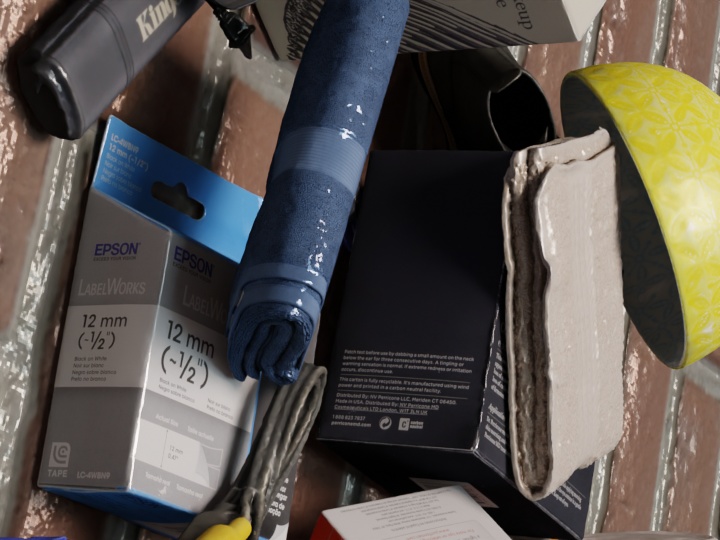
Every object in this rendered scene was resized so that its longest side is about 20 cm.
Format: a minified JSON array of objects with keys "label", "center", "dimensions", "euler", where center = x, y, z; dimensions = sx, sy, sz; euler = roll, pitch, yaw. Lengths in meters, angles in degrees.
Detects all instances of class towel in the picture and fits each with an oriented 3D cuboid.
[{"label":"towel","center":[0.122,0.022,1.371],"dimensions":[0.132,0.034,0.202],"euler":[-20,109,-62]},{"label":"towel","center":[-0.025,-0.048,1.202],"dimensions":[0.112,0.048,0.201],"euler":[113,-6,-65]}]

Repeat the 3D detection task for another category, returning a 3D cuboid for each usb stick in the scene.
[{"label":"usb stick","center":[-0.115,-0.140,1.232],"dimensions":[0.200,0.032,0.056],"euler":[-54,130,-44]}]

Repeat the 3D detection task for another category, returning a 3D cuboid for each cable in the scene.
[{"label":"cable","center":[-0.052,0.132,1.183],"dimensions":[0.200,0.050,0.098],"euler":[-52,150,-47]}]

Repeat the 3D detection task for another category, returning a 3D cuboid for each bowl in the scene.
[{"label":"bowl","center":[0.211,-0.050,1.483],"dimensions":[0.200,0.107,0.201],"euler":[159,-90,-84]}]

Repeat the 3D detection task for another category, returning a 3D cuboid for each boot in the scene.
[{"label":"boot","center":[0.103,-0.061,1.462],"dimensions":[0.077,0.138,0.200],"euler":[-36,118,0]}]

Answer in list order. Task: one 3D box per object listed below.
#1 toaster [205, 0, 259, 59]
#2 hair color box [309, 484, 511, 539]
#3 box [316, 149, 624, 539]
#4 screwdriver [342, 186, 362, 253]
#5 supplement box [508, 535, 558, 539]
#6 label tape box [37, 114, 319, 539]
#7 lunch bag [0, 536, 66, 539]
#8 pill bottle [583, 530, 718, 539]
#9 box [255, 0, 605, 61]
[{"label":"toaster","center":[-0.064,-0.247,1.202],"dimensions":[0.200,0.118,0.182],"euler":[38,53,-38]},{"label":"hair color box","center":[0.065,0.209,1.287],"dimensions":[0.110,0.200,0.064],"euler":[-5,128,-41]},{"label":"box","center":[0.072,0.048,1.425],"dimensions":[0.200,0.103,0.183],"euler":[43,54,-58]},{"label":"screwdriver","center":[0.000,0.000,1.418],"dimensions":[0.029,0.028,0.201],"euler":[-94,169,-57]},{"label":"supplement box","center":[0.053,0.246,1.436],"dimensions":[0.200,0.073,0.127],"euler":[-22,107,-55]},{"label":"label tape box","center":[-0.087,0.035,1.239],"dimensions":[0.143,0.066,0.202],"euler":[30,66,-53]},{"label":"lunch bag","center":[-0.184,0.199,1.067],"dimensions":[0.200,0.082,0.162],"euler":[14,78,-56]},{"label":"pill bottle","center":[0.197,0.284,1.621],"dimensions":[0.112,0.112,0.202],"euler":[1,88,-57]},{"label":"box","center":[0.036,-0.171,1.312],"dimensions":[0.069,0.199,0.083],"euler":[-56,133,-41]}]
